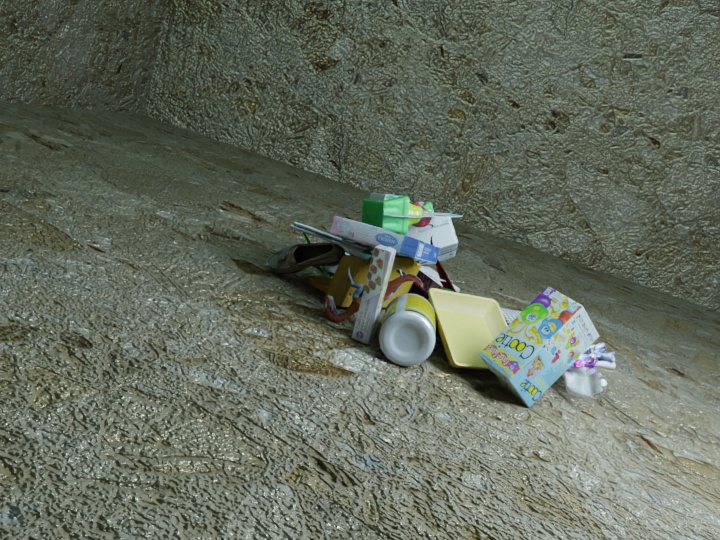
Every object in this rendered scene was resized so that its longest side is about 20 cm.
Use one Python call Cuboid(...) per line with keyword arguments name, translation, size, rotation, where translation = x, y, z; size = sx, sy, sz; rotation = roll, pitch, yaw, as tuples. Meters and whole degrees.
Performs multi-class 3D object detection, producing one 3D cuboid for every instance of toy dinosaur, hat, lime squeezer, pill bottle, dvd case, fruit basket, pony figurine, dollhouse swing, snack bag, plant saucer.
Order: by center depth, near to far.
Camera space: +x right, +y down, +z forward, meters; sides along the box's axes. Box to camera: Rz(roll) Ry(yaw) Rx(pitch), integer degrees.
Cuboid(name="pill bottle", translation=(0.100, 0.113, 1.302), size=(0.111, 0.113, 0.200), rotation=(18, 15, 3))
Cuboid(name="toy dinosaur", translation=(0.008, 0.046, 1.328), size=(0.105, 0.181, 0.200), rotation=(48, -8, -16))
Cuboid(name="plant saucer", translation=(0.242, 0.142, 1.366), size=(0.199, 0.049, 0.201), rotation=(11, 45, -29))
Cuboid(name="pony figurine", translation=(0.461, 0.197, 1.367), size=(0.199, 0.168, 0.193), rotation=(4, -19, -34))
Cuboid(name="hat", translation=(0.216, 0.056, 1.454), size=(0.199, 0.177, 0.166), rotation=(21, 27, 11))
Cuboid(name="fruit basket", translation=(0.110, -0.142, 1.484), size=(0.199, 0.095, 0.185), rotation=(-9, 13, -26))
Cuboid(name="snack bag", translation=(-0.055, -0.074, 1.506), size=(0.187, 0.022, 0.200), rotation=(19, 3, 11))
Cuboid(name="dollhouse swing", translation=(0.000, 0.000, 1.527), size=(0.199, 0.183, 0.176), rotation=(3, 31, -42))
Cuboid(name="lime squeezer", translation=(-0.120, -0.046, 1.717), size=(0.037, 0.071, 0.201), rotation=(-20, 61, -18))
Cuboid(name="dvd case", translation=(0.124, -0.005, 1.774), size=(0.200, 0.016, 0.149), rotation=(45, 12, -5))

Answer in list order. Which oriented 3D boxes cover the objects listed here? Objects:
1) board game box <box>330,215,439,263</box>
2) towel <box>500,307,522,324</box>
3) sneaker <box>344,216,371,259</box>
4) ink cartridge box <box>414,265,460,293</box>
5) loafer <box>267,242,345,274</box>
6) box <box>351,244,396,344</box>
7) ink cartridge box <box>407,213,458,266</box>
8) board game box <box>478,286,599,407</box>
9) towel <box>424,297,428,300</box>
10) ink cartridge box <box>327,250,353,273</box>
Cuboid(name="board game box", translation=(0.060, -0.066, 1.395), size=(0.198, 0.044, 0.200), rotation=(16, 3, 19))
Cuboid(name="towel", translation=(0.416, 0.160, 1.551), size=(0.164, 0.086, 0.200), rotation=(12, 16, -17))
Cuboid(name="sneaker", translation=(0.016, -0.072, 1.645), size=(0.199, 0.080, 0.071), rotation=(31, 18, 24))
Cuboid(name="ink cartridge box", translation=(0.195, 0.037, 1.683), size=(0.109, 0.051, 0.200), rotation=(37, 10, 17))
Cuboid(name="loafer", translation=(-0.139, -0.039, 1.518), size=(0.198, 0.072, 0.063), rotation=(-8, -21, 15))
Cuboid(name="box", translation=(0.027, 0.049, 1.275), size=(0.038, 0.202, 0.041), rotation=(18, 14, 16))
Cuboid(name="ink cartridge box", translation=(0.172, -0.070, 1.639), size=(0.144, 0.084, 0.200), rotation=(-17, -10, 4))
Cuboid(name="board game box", translation=(0.353, 0.149, 1.243), size=(0.105, 0.200, 0.103), rotation=(50, -6, -34))
Cuboid(name="towel", translation=(0.191, 0.113, 1.587), size=(0.143, 0.023, 0.200), rotation=(16, 15, -2))
Cuboid(name="ink cartridge box", translation=(0.017, -0.005, 1.706), size=(0.199, 0.068, 0.117), rotation=(22, 15, -5))
